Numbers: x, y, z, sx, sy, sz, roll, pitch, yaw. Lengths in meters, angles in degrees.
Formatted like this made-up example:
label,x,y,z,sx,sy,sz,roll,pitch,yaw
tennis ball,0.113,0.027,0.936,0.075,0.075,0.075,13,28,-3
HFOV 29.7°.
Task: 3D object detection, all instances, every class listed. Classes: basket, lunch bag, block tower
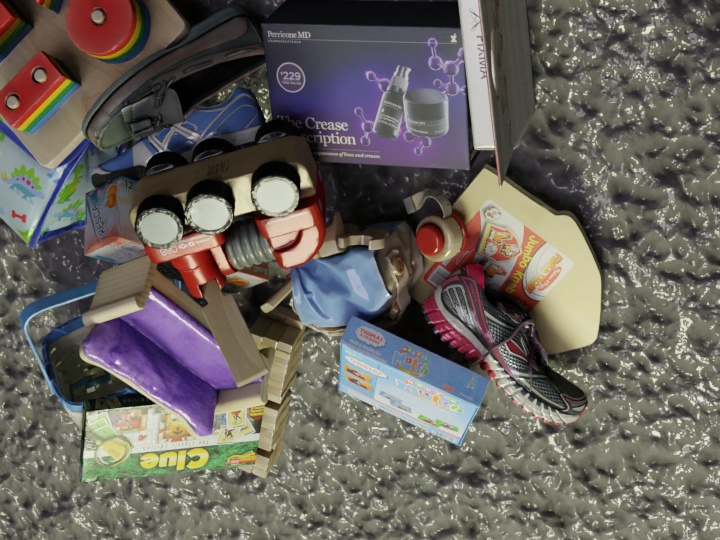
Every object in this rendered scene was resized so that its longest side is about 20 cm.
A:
label,x,y,z,sx,sy,sz,roll,pitch,yaw
basket,-0.272,0.084,1.484,0.174,0.140,0.202,-19,140,-18
lunch bag,-0.333,-0.155,1.401,0.170,0.127,0.201,40,119,9
block tower,-0.107,0.136,1.530,0.053,0.058,0.202,18,122,9

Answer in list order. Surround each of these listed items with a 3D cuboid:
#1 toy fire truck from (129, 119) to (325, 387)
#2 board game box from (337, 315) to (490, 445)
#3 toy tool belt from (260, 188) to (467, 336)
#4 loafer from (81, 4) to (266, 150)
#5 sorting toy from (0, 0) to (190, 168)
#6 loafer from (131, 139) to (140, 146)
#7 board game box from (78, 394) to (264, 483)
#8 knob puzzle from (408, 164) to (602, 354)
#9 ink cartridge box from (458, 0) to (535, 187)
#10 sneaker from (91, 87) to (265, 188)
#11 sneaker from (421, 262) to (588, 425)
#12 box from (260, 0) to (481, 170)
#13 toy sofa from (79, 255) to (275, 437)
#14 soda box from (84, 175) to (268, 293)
label,x,y,z,sx,sy,sz,roll,pitch,yaw
toy fire truck,-0.107,-0.012,1.289,0.174,0.129,0.202,-15,127,9
board game box,0.050,0.118,1.403,0.150,0.037,0.200,25,164,6
toy tool belt,0.000,0.000,1.344,0.199,0.122,0.126,-21,90,40
loafer,-0.173,-0.175,1.297,0.063,0.199,0.072,48,169,18
sorting toy,-0.302,-0.241,1.301,0.199,0.070,0.200,-43,80,7
loafer,-0.202,-0.169,1.394,0.062,0.072,0.202,1,127,-12
board game box,-0.204,0.177,1.475,0.197,0.024,0.106,-4,129,-21
knob puzzle,0.159,0.006,1.371,0.217,0.031,0.222,10,124,14
ink cartridge box,0.111,-0.199,1.185,0.044,0.177,0.202,1,118,19
sneaker,-0.179,-0.121,1.358,0.197,0.076,0.078,-15,71,15
sneaker,0.155,0.078,1.354,0.199,0.081,0.075,40,105,-15
box,0.015,-0.179,1.294,0.197,0.079,0.143,4,117,18
toy sofa,-0.182,0.081,1.368,0.082,0.099,0.200,-16,137,35
soda box,-0.185,-0.033,1.381,0.063,0.069,0.199,-19,155,39
